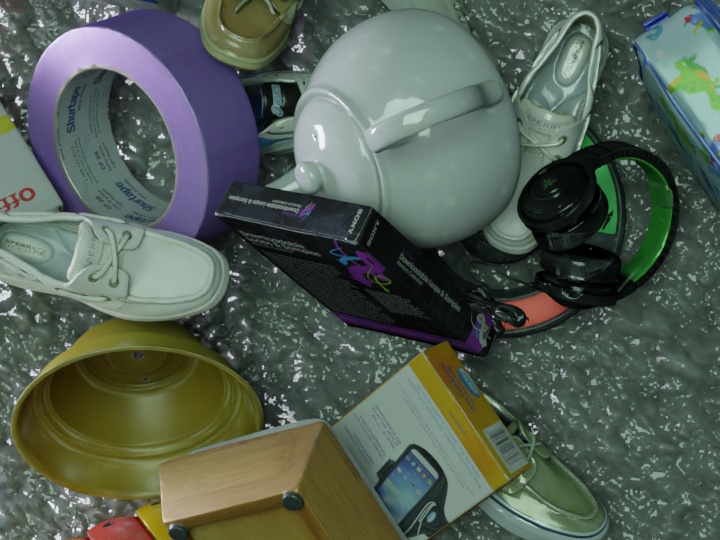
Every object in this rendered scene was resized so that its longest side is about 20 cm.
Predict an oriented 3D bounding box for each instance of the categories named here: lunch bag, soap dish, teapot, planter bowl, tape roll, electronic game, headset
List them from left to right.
[{"bbox_3d":[-0.181,0.095,1.441,0.200,0.200,0.084,-16,48,10],"label":"planter bowl"},{"bbox_3d":[-0.177,-0.107,1.435,0.200,0.066,0.200,16,118,33],"label":"tape roll"},{"bbox_3d":[-0.050,0.218,1.371,0.157,0.081,0.200,-17,117,29],"label":"soap dish"},{"bbox_3d":[0.017,-0.095,1.336,0.146,0.200,0.197,-25,47,-29],"label":"teapot"},{"bbox_3d":[0.115,-0.045,1.437,0.200,0.042,0.200,-1,85,11],"label":"electronic game"},{"bbox_3d":[0.166,-0.017,1.343,0.200,0.094,0.124,-27,119,-20],"label":"headset"},{"bbox_3d":[0.271,-0.118,1.331,0.082,0.200,0.161,-34,80,6],"label":"lunch bag"}]

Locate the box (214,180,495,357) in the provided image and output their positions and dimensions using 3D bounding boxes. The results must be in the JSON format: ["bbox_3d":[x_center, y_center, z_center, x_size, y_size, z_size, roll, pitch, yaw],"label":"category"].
[{"bbox_3d":[0.000,0.000,1.356,0.143,0.200,0.036,12,72,38],"label":"box"}]

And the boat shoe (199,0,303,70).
[{"bbox_3d":[-0.078,-0.237,1.421,0.073,0.063,0.200,20,45,-6],"label":"boat shoe"}]

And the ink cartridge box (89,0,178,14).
[{"bbox_3d":[-0.257,-0.272,1.491,0.200,0.116,0.067,12,89,11],"label":"ink cartridge box"}]

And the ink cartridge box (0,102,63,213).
[{"bbox_3d":[-0.358,-0.084,1.478,0.145,0.083,0.200,-27,73,-20],"label":"ink cartridge box"}]

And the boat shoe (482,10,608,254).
[{"bbox_3d":[0.142,-0.113,1.389,0.071,0.069,0.200,17,83,7],"label":"boat shoe"}]

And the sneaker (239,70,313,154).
[{"bbox_3d":[-0.040,-0.133,1.460,0.200,0.072,0.072,-7,83,9],"label":"sneaker"}]

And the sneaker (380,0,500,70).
[{"bbox_3d":[0.057,-0.237,1.447,0.085,0.073,0.200,-43,78,8],"label":"sneaker"}]

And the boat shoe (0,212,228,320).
[{"bbox_3d":[-0.203,-0.007,1.359,0.200,0.069,0.071,7,77,10],"label":"boat shoe"}]

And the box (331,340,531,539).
[{"bbox_3d":[0.031,0.157,1.404,0.200,0.041,0.119,-42,77,39],"label":"box"}]

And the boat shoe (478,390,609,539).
[{"bbox_3d":[0.111,0.148,1.399,0.200,0.072,0.062,33,135,13],"label":"boat shoe"}]

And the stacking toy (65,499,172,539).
[{"bbox_3d":[-0.164,0.236,1.447,0.200,0.146,0.146,-38,79,-13],"label":"stacking toy"}]
